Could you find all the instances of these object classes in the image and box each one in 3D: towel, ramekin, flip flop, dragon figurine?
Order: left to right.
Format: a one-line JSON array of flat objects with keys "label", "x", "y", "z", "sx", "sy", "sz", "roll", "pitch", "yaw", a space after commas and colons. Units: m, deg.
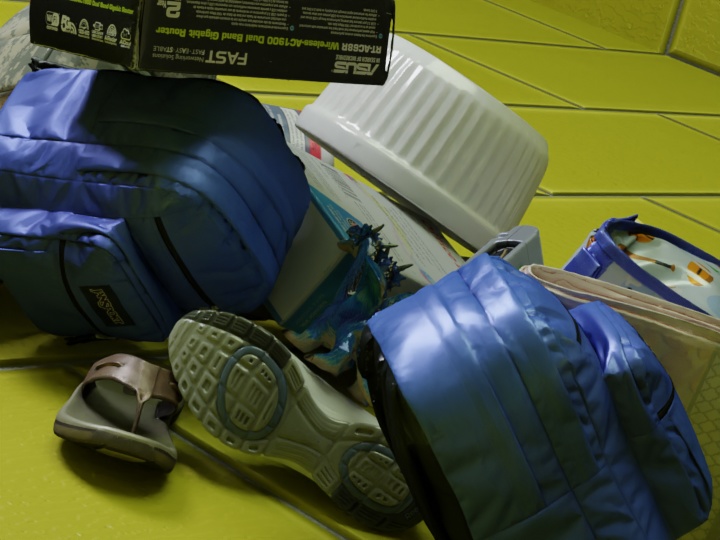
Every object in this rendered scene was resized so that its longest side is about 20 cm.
[{"label": "flip flop", "x": -0.144, "y": 0.079, "z": 1.503, "sx": 0.081, "sy": 0.058, "sz": 0.200, "roll": 19, "pitch": 13, "yaw": -1}, {"label": "dragon figurine", "x": 0.010, "y": 0.030, "z": 1.523, "sx": 0.059, "sy": 0.100, "sz": 0.200, "roll": 39, "pitch": 1, "yaw": -22}, {"label": "ramekin", "x": 0.056, "y": -0.103, "z": 1.876, "sx": 0.200, "sy": 0.105, "sz": 0.200, "roll": 34, "pitch": 0, "yaw": 0}, {"label": "towel", "x": 0.161, "y": 0.103, "z": 1.482, "sx": 0.190, "sy": 0.200, "sz": 0.032, "roll": 17, "pitch": 34, "yaw": -1}]

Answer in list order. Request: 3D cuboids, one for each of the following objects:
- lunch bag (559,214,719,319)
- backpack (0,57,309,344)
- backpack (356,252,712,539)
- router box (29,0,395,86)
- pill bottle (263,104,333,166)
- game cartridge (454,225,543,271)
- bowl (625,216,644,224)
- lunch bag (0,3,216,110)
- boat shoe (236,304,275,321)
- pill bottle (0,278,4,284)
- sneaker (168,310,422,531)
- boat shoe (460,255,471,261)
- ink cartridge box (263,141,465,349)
[{"label": "lunch bag", "x": 0.175, "y": 0.061, "z": 1.565, "sx": 0.200, "sy": 0.170, "sz": 0.124, "roll": 21, "pitch": 28, "yaw": -39}, {"label": "backpack", "x": -0.143, "y": -0.037, "z": 1.601, "sx": 0.199, "sy": 0.168, "sz": 0.163, "roll": 1, "pitch": -34, "yaw": 28}, {"label": "backpack", "x": 0.097, "y": 0.088, "z": 1.373, "sx": 0.200, "sy": 0.168, "sz": 0.163, "roll": 58, "pitch": -4, "yaw": -22}, {"label": "router box", "x": -0.100, "y": -0.166, "z": 1.566, "sx": 0.199, "sy": 0.062, "sz": 0.150, "roll": 0, "pitch": 12, "yaw": -36}, {"label": "pill bottle", "x": -0.134, "y": -0.090, "z": 1.975, "sx": 0.199, "sy": 0.120, "sz": 0.120, "roll": 9, "pitch": 16, "yaw": -24}, {"label": "game cartridge", "x": 0.090, "y": 0.060, "z": 1.655, "sx": 0.040, "sy": 0.134, "sz": 0.200, "roll": 3, "pitch": 20, "yaw": 25}, {"label": "bowl", "x": 0.202, "y": 0.069, "z": 1.752, "sx": 0.094, "sy": 0.201, "sz": 0.201, "roll": -25, "pitch": 23, "yaw": -5}, {"label": "lunch bag", "x": -0.201, "y": -0.153, "z": 1.796, "sx": 0.139, "sy": 0.168, "sz": 0.200, "roll": 40, "pitch": -26, "yaw": -27}, {"label": "boat shoe", "x": -0.095, "y": -0.001, "z": 1.795, "sx": 0.200, "sy": 0.073, "sz": 0.075, "roll": 35, "pitch": 24, "yaw": -32}, {"label": "pill bottle", "x": -0.305, "y": -0.040, "z": 1.650, "sx": 0.119, "sy": 0.120, "sz": 0.200, "roll": 23, "pitch": 16, "yaw": 24}, {"label": "sneaker", "x": -0.040, "y": 0.097, "z": 1.507, "sx": 0.200, "sy": 0.075, "sz": 0.087, "roll": 38, "pitch": 0, "yaw": -1}, {"label": "boat shoe", "x": 0.056, "y": 0.008, "z": 1.944, "sx": 0.200, "sy": 0.070, "sz": 0.072, "roll": 12, "pitch": 19, "yaw": -6}, {"label": "ink cartridge box", "x": 0.000, "y": 0.000, "z": 1.732, "sx": 0.200, "sy": 0.085, "sz": 0.145, "roll": 25, "pitch": 21, "yaw": -44}]
